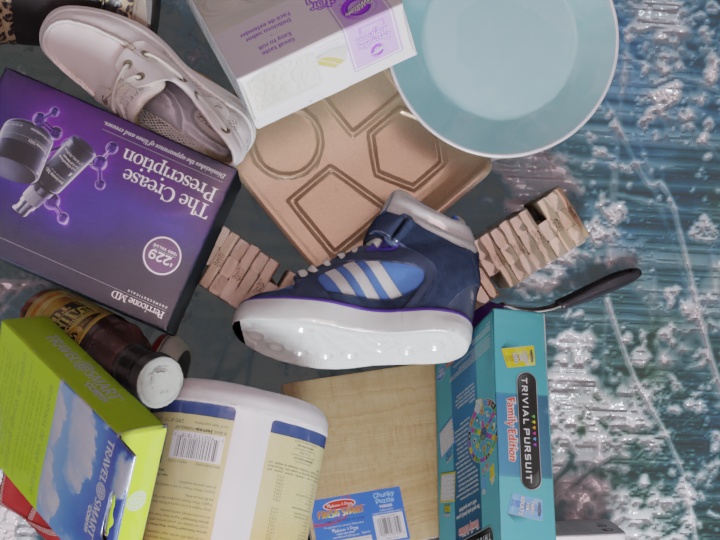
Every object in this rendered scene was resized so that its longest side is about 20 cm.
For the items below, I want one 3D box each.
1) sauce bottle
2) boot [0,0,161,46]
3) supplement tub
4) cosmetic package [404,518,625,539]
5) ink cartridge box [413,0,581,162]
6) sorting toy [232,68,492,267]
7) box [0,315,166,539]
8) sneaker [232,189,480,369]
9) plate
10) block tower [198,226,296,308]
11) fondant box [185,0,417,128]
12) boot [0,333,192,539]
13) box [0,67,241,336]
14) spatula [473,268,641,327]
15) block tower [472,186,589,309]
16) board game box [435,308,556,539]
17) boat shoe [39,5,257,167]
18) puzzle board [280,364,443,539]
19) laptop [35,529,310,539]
[{"bbox_3d":[-0.208,0.062,1.041,0.066,0.199,0.067,-9,105,-37],"label":"sauce bottle"},{"bbox_3d":[-0.241,-0.270,1.085,0.149,0.073,0.201,5,114,-3],"label":"boot"},{"bbox_3d":[-0.110,0.196,1.017,0.143,0.144,0.201,12,76,-6],"label":"supplement tub"},{"bbox_3d":[0.129,0.275,1.137,0.198,0.074,0.103,0,89,-4],"label":"cosmetic package"},{"bbox_3d":[0.102,-0.211,1.137,0.116,0.068,0.200,-39,94,-5],"label":"ink cartridge box"},{"bbox_3d":[-0.012,-0.109,1.145,0.185,0.036,0.200,-40,89,-5],"label":"sorting toy"},{"bbox_3d":[-0.213,0.132,0.970,0.047,0.200,0.123,-6,120,-42],"label":"box"},{"bbox_3d":[0.000,0.000,1.076,0.198,0.081,0.147,2,56,4],"label":"sneaker"},{"bbox_3d":[0.118,-0.194,1.092,0.199,0.026,0.202,0,89,-5],"label":"plate"},{"bbox_3d":[-0.134,-0.017,1.112,0.199,0.054,0.058,32,85,-5],"label":"block tower"},{"bbox_3d":[-0.060,-0.222,1.068,0.144,0.058,0.200,-26,50,-5],"label":"fondant box"},{"bbox_3d":[-0.240,0.122,1.096,0.144,0.072,0.201,28,84,14],"label":"boot"},{"bbox_3d":[-0.213,-0.052,1.032,0.199,0.079,0.142,23,85,-1],"label":"box"},{"bbox_3d":[0.161,0.030,1.157,0.199,0.057,0.021,-15,105,-13],"label":"spatula"},{"bbox_3d":[0.104,-0.001,1.144,0.199,0.054,0.058,-33,92,-6],"label":"block tower"},{"bbox_3d":[0.106,0.151,1.047,0.047,0.151,0.201,5,69,-13],"label":"board game box"},{"bbox_3d":[-0.177,-0.149,1.067,0.199,0.069,0.071,29,117,-9],"label":"boat shoe"},{"bbox_3d":[0.040,0.157,1.120,0.199,0.017,0.152,-7,72,-16],"label":"puzzle board"},{"bbox_3d":[-0.143,0.243,1.090,0.177,0.200,0.103,-42,138,-4],"label":"laptop"}]
